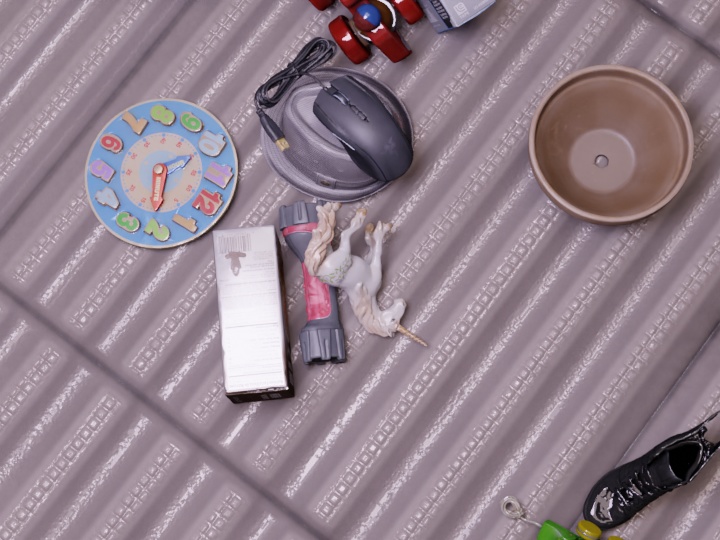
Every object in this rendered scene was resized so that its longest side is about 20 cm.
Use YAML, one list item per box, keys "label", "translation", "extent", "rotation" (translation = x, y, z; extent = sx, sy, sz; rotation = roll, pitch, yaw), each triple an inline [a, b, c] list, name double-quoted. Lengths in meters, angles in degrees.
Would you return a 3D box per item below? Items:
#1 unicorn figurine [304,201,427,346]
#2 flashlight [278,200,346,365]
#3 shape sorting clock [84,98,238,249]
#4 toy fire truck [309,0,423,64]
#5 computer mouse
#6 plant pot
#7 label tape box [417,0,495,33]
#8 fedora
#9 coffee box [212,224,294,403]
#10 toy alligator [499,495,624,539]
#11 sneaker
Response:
- label: "unicorn figurine"
  translation: [0.000, 0.000, 1.678]
  extent: [0.200, 0.074, 0.138]
  rotation: [21, 77, -33]
- label: "flashlight"
  translation: [-0.060, 0.015, 1.696]
  extent: [0.068, 0.068, 0.200]
  rotation: [-6, 78, 4]
- label: "shape sorting clock"
  translation: [-0.255, -0.126, 1.744]
  extent: [0.200, 0.039, 0.200]
  rotation: [0, 79, 2]
- label: "toy fire truck"
  translation: [-0.009, -0.342, 1.692]
  extent: [0.112, 0.168, 0.200]
  rotation: [-34, 93, 13]
- label: "computer mouse"
  translation: [-0.034, -0.177, 1.647]
  extent: [0.140, 0.046, 0.200]
  rotation: [-37, 89, -13]
- label: "plant pot"
  translation: [0.306, -0.148, 1.702]
  extent: [0.201, 0.093, 0.201]
  rotation: [0, 80, 1]
- label: "label tape box"
  translation: [0.078, -0.398, 1.703]
  extent: [0.066, 0.143, 0.200]
  rotation: [-36, 100, -1]
- label: "fedora"
  translation: [-0.032, -0.182, 1.720]
  extent: [0.200, 0.090, 0.177]
  rotation: [29, 81, 7]
- label: "coffee box"
  translation: [-0.130, 0.056, 1.667]
  extent: [0.080, 0.114, 0.200]
  rotation: [-6, 80, 0]
- label: "toy alligator"
  translation: [0.253, 0.330, 1.621]
  extent: [0.200, 0.054, 0.059]
  rotation: [26, 107, 6]
- label: "sneaker"
  translation: [0.352, 0.238, 1.619]
  extent: [0.200, 0.104, 0.060]
  rotation: [-35, 80, -5]
